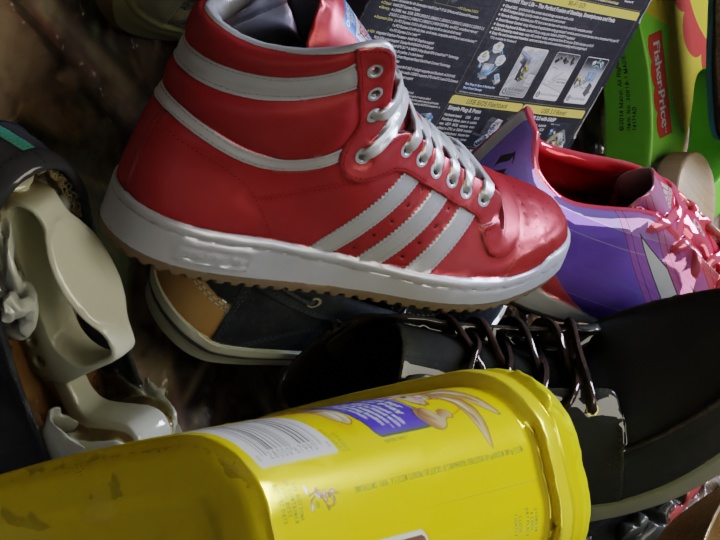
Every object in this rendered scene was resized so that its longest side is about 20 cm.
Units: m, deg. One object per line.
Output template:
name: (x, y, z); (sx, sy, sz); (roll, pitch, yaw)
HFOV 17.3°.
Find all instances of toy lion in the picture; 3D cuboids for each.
toy lion: (0.165, -0.126, 1.191); (0.192, 0.069, 0.200); (-26, 113, -54)

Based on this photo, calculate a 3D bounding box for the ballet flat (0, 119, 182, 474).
ballet flat: (-0.106, 0.040, 0.870); (0.073, 0.073, 0.200); (-35, 119, -43)

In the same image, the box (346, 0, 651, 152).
box: (0.045, -0.106, 0.966); (0.200, 0.049, 0.161); (1, 123, -54)

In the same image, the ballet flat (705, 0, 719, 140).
ballet flat: (0.194, -0.155, 1.118); (0.071, 0.065, 0.200); (-42, 127, -60)

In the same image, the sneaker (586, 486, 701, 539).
sneaker: (0.127, 0.073, 1.077); (0.098, 0.071, 0.201); (104, 12, -48)

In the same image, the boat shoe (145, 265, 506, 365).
boat shoe: (0.000, 0.000, 0.982); (0.200, 0.062, 0.075); (1, 48, -47)

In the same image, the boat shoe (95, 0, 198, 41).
boat shoe: (-0.020, -0.116, 0.963); (0.200, 0.063, 0.073); (-7, 98, -50)

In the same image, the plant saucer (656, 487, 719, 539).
plant saucer: (0.165, 0.199, 1.198); (0.200, 0.035, 0.201); (9, 90, -67)

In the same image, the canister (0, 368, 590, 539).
canister: (-0.031, 0.090, 0.804); (0.200, 0.148, 0.087); (-5, 82, -58)

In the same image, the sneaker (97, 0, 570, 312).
sneaker: (0.011, -0.051, 0.866); (0.200, 0.071, 0.113); (3, 122, -35)

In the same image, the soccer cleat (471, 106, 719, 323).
soccer cleat: (0.127, -0.003, 0.998); (0.200, 0.068, 0.073); (23, 119, -20)

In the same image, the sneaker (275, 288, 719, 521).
sneaker: (0.072, 0.046, 0.931); (0.106, 0.200, 0.075); (52, 19, -44)
